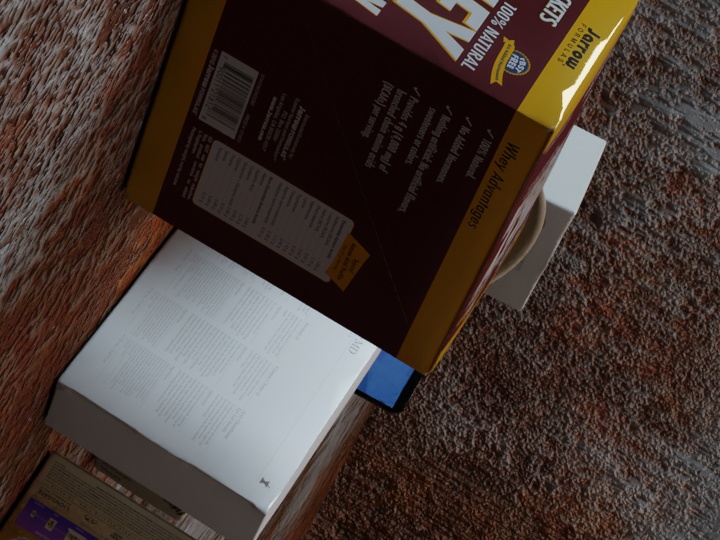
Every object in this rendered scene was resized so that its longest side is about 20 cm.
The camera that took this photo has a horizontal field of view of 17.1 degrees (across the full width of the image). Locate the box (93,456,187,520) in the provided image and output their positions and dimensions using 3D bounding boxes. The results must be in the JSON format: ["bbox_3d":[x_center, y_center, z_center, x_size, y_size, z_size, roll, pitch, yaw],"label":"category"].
[{"bbox_3d":[-0.116,0.075,1.647,0.068,0.082,0.201,-52,169,-46],"label":"box"}]

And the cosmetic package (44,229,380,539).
[{"bbox_3d":[-0.082,0.057,1.497,0.200,0.150,0.052,-54,172,-41],"label":"cosmetic package"}]

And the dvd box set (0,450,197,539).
[{"bbox_3d":[-0.185,0.234,1.494,0.201,0.146,0.029,-58,176,-23],"label":"dvd box set"}]

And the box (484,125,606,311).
[{"bbox_3d":[0.075,-0.079,1.911,0.098,0.199,0.125,-61,178,-44],"label":"box"}]

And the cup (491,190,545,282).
[{"bbox_3d":[0.021,-0.091,1.613,0.201,0.199,0.144,113,-19,-49],"label":"cup"}]

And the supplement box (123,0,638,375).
[{"bbox_3d":[0.008,-0.092,1.287,0.133,0.199,0.198,-54,172,-45],"label":"supplement box"}]

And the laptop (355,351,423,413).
[{"bbox_3d":[0.000,0.000,1.789,0.178,0.103,0.200,-61,158,2],"label":"laptop"}]
